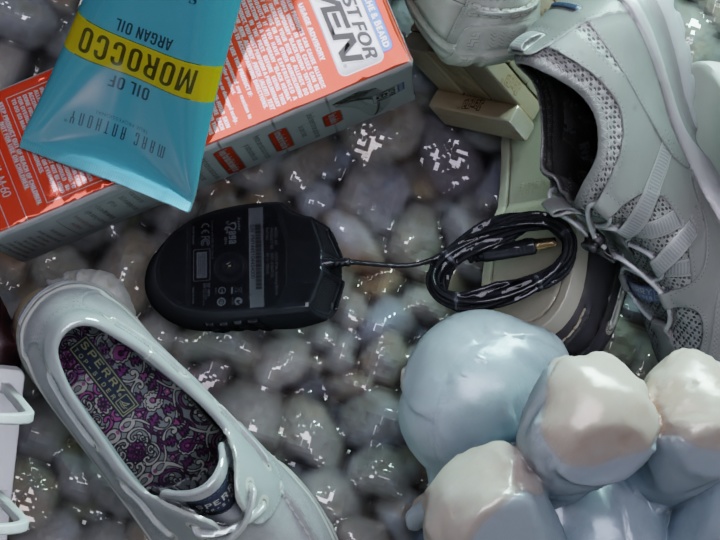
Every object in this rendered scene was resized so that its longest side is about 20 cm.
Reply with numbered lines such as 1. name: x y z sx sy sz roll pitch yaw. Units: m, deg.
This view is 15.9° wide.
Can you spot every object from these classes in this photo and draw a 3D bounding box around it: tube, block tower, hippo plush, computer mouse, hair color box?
1. tube: -0.074 -0.128 1.054 0.077 0.050 0.201 23 107 8
2. block tower: 0.094 -0.162 1.226 0.058 0.054 0.201 43 70 -43
3. hippo plush: 0.099 0.090 1.127 0.159 0.161 0.201 -28 122 -2
4. computer mouse: 0.000 0.000 1.179 0.199 0.034 0.059 -2 66 7
5. hair color box: -0.078 -0.072 1.140 0.199 0.111 0.064 -21 85 0

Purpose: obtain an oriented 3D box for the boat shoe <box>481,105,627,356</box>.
1. boat shoe: 0.109 -0.051 1.225 0.063 0.072 0.201 36 62 -45

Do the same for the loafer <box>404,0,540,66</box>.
1. loafer: 0.027 -0.173 1.181 0.070 0.070 0.200 -12 44 -26

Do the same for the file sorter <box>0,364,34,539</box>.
1. file sorter: -0.210 0.139 1.057 0.138 0.124 0.201 6 92 -15

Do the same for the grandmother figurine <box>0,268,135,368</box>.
1. grandmother figurine: -0.196 0.044 1.145 0.199 0.061 0.122 -15 102 -10

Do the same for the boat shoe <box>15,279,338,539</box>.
1. boat shoe: -0.072 0.086 1.124 0.072 0.069 0.200 -35 108 -5

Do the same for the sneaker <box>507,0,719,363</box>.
1. sneaker: 0.114 -0.032 1.144 0.082 0.075 0.201 -28 107 -25

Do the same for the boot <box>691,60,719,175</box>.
1. boot: 0.203 -0.002 1.223 0.090 0.073 0.201 -1 74 -31
